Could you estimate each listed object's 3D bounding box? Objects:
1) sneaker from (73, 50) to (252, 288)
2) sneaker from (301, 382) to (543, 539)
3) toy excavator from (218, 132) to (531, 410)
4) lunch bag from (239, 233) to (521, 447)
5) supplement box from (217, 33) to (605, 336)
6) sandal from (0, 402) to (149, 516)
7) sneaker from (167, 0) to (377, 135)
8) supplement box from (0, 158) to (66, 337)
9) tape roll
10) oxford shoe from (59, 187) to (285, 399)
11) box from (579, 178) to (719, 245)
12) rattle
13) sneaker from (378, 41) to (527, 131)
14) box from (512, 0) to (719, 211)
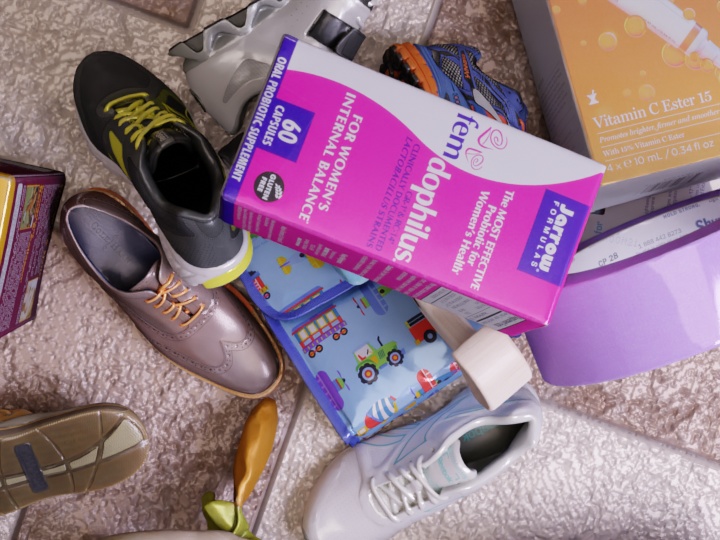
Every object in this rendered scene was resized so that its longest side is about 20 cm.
[{"bbox_3d":[-0.133,-0.085,1.007,0.074,0.085,0.200,-30,67,-17],"label":"sneaker"},{"bbox_3d":[0.043,0.141,1.065,0.200,0.080,0.071,-33,97,1],"label":"sneaker"},{"bbox_3d":[0.020,-0.018,0.977,0.100,0.194,0.200,-40,117,-6],"label":"toy excavator"},{"bbox_3d":[0.000,0.000,1.059,0.150,0.094,0.201,-33,81,-2],"label":"lunch bag"},{"bbox_3d":[0.027,-0.045,0.871,0.199,0.103,0.102,21,83,-4],"label":"supplement box"},{"bbox_3d":[-0.244,0.127,1.058,0.198,0.054,0.081,-10,114,5],"label":"sandal"},{"bbox_3d":[-0.028,-0.165,1.045,0.199,0.074,0.089,-29,95,9],"label":"sneaker"},{"bbox_3d":[-0.260,-0.019,0.975,0.085,0.200,0.111,13,93,-3],"label":"supplement box"},{"bbox_3d":[0.199,0.005,0.964,0.199,0.200,0.066,-23,96,-1],"label":"tape roll"},{"bbox_3d":[-0.136,0.022,1.049,0.200,0.073,0.071,40,91,-5],"label":"oxford shoe"},{"bbox_3d":[0.208,-0.026,1.083,0.198,0.041,0.120,7,94,-1],"label":"box"},{"bbox_3d":[-0.162,0.171,1.062,0.199,0.130,0.144,-7,84,23],"label":"rattle"},{"bbox_3d":[0.090,-0.089,1.022,0.078,0.076,0.201,-20,64,-22],"label":"sneaker"},{"bbox_3d":[0.185,-0.155,1.020,0.123,0.098,0.201,-14,82,-5],"label":"box"}]
